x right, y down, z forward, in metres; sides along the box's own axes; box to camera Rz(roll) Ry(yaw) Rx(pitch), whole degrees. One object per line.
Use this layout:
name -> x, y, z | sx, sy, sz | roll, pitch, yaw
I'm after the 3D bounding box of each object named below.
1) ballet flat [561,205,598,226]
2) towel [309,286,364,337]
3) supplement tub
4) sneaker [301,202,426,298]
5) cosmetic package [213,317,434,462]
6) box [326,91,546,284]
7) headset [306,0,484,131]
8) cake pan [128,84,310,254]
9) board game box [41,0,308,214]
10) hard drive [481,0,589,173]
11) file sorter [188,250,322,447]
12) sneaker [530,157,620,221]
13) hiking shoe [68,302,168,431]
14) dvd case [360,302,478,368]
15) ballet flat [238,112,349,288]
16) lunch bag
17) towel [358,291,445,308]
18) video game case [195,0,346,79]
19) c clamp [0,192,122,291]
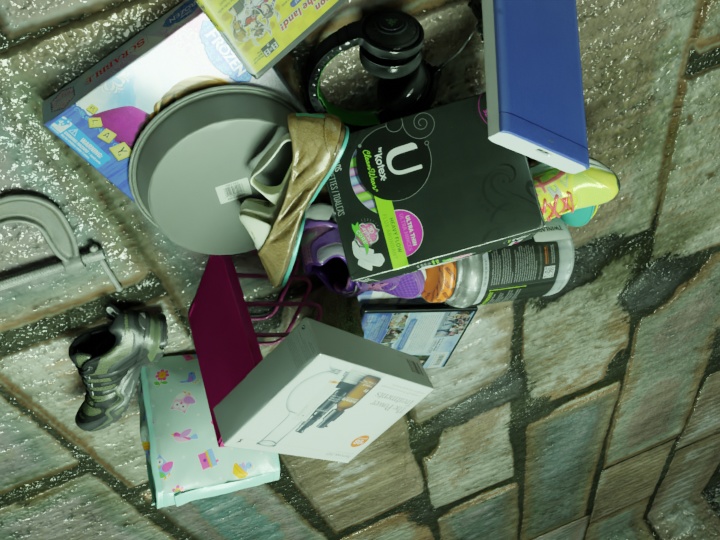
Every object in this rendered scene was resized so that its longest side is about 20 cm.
ballet flat -> 0.271, -0.139, 0.881 | 0.066, 0.068, 0.200 | -2, 148, 32
towel -> -0.038, 0.098, 0.878 | 0.036, 0.201, 0.149 | 14, 128, -17
supplement tub -> 0.178, -0.016, 0.920 | 0.198, 0.123, 0.123 | -7, 137, -21
sneaker -> 0.000, 0.000, 0.842 | 0.199, 0.089, 0.080 | 27, 135, -30
cosmetic package -> -0.034, 0.139, 0.731 | 0.151, 0.052, 0.199 | -43, 140, 20
box -> 0.075, -0.082, 0.714 | 0.198, 0.150, 0.124 | -15, 176, 7
headset -> 0.040, -0.219, 0.690 | 0.198, 0.095, 0.124 | -17, 146, 14
cake pan -> -0.130, -0.091, 0.684 | 0.198, 0.037, 0.201 | -15, 140, -13
board game box -> -0.164, -0.144, 0.669 | 0.199, 0.041, 0.200 | -32, 140, 8
hard drive -> 0.172, -0.208, 0.663 | 0.131, 0.202, 0.025 | 11, 162, -36
file sorter -> -0.116, 0.085, 0.819 | 0.124, 0.201, 0.140 | 4, 133, -31
sneaker -> 0.218, -0.082, 0.837 | 0.198, 0.091, 0.078 | -5, 145, 22
hiking shoe -> -0.330, 0.120, 0.860 | 0.100, 0.076, 0.201 | 25, 111, -33
dvd case -> 0.071, 0.104, 1.040 | 0.198, 0.018, 0.143 | 1, 133, -26
ballet flat -> -0.077, -0.070, 0.662 | 0.072, 0.068, 0.201 | 16, 128, -15
lunch bag -> -0.209, 0.216, 0.914 | 0.169, 0.201, 0.123 | -5, 136, -23
towel -> 0.055, 0.069, 1.028 | 0.198, 0.024, 0.148 | -2, 134, -25
video game case -> -0.062, -0.288, 0.546 | 0.200, 0.026, 0.181 | -42, 139, -2
c clamp -> -0.377, -0.005, 0.723 | 0.198, 0.027, 0.172 | -15, 139, -13
